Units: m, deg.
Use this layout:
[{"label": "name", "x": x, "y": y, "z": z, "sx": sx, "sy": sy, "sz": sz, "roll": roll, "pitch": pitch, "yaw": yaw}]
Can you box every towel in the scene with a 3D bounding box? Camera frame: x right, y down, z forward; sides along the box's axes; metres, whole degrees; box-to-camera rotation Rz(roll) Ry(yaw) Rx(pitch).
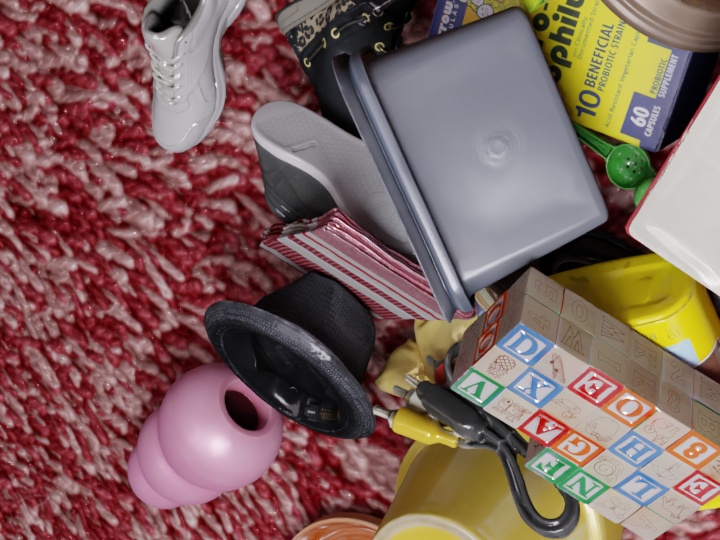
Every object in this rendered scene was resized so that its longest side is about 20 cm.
[{"label": "towel", "x": 0.000, "y": 0.000, "z": 1.014, "sx": 0.143, "sy": 0.200, "sz": 0.023, "roll": 33, "pitch": 77, "yaw": -16}]

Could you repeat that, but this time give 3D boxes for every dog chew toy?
[{"label": "dog chew toy", "x": -0.164, "y": 0.176, "z": 1.204, "sx": 0.200, "sy": 0.124, "sz": 0.125, "roll": -40, "pitch": 83, "yaw": 39}]

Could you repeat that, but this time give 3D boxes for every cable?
[{"label": "cable", "x": 0.107, "y": 0.131, "z": 0.969, "sx": 0.199, "sy": 0.097, "sz": 0.050, "roll": 37, "pitch": 160, "yaw": 28}]

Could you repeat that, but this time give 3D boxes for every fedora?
[{"label": "fedora", "x": -0.046, "y": 0.064, "z": 1.082, "sx": 0.199, "sy": 0.092, "sz": 0.201, "roll": 28, "pitch": 155, "yaw": 14}]

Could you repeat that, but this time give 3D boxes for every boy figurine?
[{"label": "boy figurine", "x": 0.095, "y": 0.063, "z": 1.049, "sx": 0.200, "sy": 0.064, "sz": 0.125, "roll": -40, "pitch": 66, "yaw": 33}]

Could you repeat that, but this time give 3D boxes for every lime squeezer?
[{"label": "lime squeezer", "x": 0.209, "y": -0.072, "z": 0.934, "sx": 0.038, "sy": 0.070, "sz": 0.201, "roll": -46, "pitch": 45, "yaw": 18}]

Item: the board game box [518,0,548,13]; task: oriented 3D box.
[{"label": "board game box", "x": 0.161, "y": -0.274, "z": 0.846, "sx": 0.102, "sy": 0.199, "sz": 0.048, "roll": 50, "pitch": 156, "yaw": 8}]

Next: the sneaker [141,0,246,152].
[{"label": "sneaker", "x": -0.170, "y": -0.201, "z": 1.107, "sx": 0.077, "sy": 0.099, "sz": 0.202, "roll": 23, "pitch": 114, "yaw": 22}]

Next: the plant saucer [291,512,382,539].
[{"label": "plant saucer", "x": 0.008, "y": 0.333, "z": 1.199, "sx": 0.198, "sy": 0.032, "sz": 0.203, "roll": 8, "pitch": 107, "yaw": 28}]

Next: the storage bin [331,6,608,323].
[{"label": "storage bin", "x": 0.085, "y": -0.088, "z": 0.864, "sx": 0.133, "sy": 0.146, "sz": 0.202, "roll": -22, "pitch": 99, "yaw": 11}]

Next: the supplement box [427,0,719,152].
[{"label": "supplement box", "x": 0.165, "y": -0.182, "z": 0.918, "sx": 0.199, "sy": 0.109, "sz": 0.110, "roll": 24, "pitch": 115, "yaw": 22}]

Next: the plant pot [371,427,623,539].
[{"label": "plant pot", "x": 0.102, "y": 0.226, "z": 1.024, "sx": 0.199, "sy": 0.189, "sz": 0.203, "roll": 8, "pitch": 107, "yaw": 27}]

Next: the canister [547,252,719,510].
[{"label": "canister", "x": 0.219, "y": 0.089, "z": 0.926, "sx": 0.147, "sy": 0.087, "sz": 0.201, "roll": -13, "pitch": 126, "yaw": 29}]

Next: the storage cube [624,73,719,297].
[{"label": "storage cube", "x": 0.312, "y": -0.073, "z": 0.798, "sx": 0.171, "sy": 0.180, "sz": 0.201, "roll": 38, "pitch": 137, "yaw": 14}]

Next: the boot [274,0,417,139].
[{"label": "boot", "x": 0.024, "y": -0.175, "z": 1.014, "sx": 0.202, "sy": 0.073, "sz": 0.155, "roll": -11, "pitch": 100, "yaw": 46}]

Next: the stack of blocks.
[{"label": "stack of blocks", "x": 0.163, "y": 0.098, "z": 0.852, "sx": 0.199, "sy": 0.059, "sz": 0.115, "roll": 32, "pitch": 132, "yaw": -11}]

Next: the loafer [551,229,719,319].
[{"label": "loafer", "x": 0.242, "y": 0.031, "z": 0.961, "sx": 0.199, "sy": 0.063, "sz": 0.072, "roll": 26, "pitch": 116, "yaw": 21}]

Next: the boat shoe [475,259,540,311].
[{"label": "boat shoe", "x": 0.089, "y": -0.034, "z": 1.000, "sx": 0.076, "sy": 0.071, "sz": 0.201, "roll": -57, "pitch": 38, "yaw": 43}]

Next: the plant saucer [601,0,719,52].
[{"label": "plant saucer", "x": 0.221, "y": -0.246, "z": 0.813, "sx": 0.201, "sy": 0.199, "sz": 0.029, "roll": 60, "pitch": 157, "yaw": 1}]

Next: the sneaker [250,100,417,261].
[{"label": "sneaker", "x": -0.009, "y": -0.056, "z": 1.020, "sx": 0.199, "sy": 0.071, "sz": 0.100, "roll": 37, "pitch": 154, "yaw": 21}]
